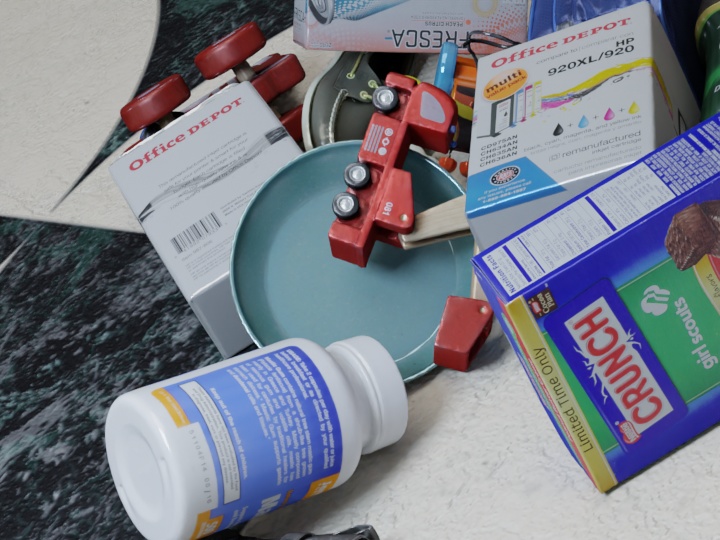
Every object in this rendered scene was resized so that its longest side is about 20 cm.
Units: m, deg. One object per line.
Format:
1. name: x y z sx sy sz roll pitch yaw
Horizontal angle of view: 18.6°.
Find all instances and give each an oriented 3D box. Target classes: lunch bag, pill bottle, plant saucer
1. lunch bag: 0.203 -0.196 1.771 0.131 0.136 0.201 -14 36 21
2. pill bottle: -0.069 0.112 1.546 0.199 0.113 0.112 -17 25 -30
3. plant saucer: 0.000 0.000 1.679 0.198 0.036 0.202 -1 71 3

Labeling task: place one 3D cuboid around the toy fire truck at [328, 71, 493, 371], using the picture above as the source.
1. toy fire truck: 0.052 -0.039 1.644 0.140 0.049 0.201 18 73 8

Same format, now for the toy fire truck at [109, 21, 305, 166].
1. toy fire truck: -0.139 -0.136 1.997 0.199 0.113 0.168 -35 9 -10

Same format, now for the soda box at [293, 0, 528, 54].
1. soda box: 0.044 -0.223 1.898 0.198 0.069 0.064 0 11 -14

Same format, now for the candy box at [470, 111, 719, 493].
1. candy box: 0.198 0.021 1.455 0.199 0.170 0.077 -30 29 -1

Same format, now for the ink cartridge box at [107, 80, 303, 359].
1. ink cartridge box: -0.103 -0.046 1.819 0.144 0.084 0.200 -32 45 -4

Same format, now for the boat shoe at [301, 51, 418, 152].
1. boat shoe: 0.002 -0.154 1.927 0.060 0.072 0.202 -15 31 28

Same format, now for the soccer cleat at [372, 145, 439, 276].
1. soccer cleat: 0.034 -0.058 1.782 0.077 0.070 0.201 -17 32 10

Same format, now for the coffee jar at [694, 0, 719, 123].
1. coffee jar: 0.308 -0.146 1.672 0.104 0.086 0.201 -16 35 18

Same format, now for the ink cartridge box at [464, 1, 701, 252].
1. ink cartridge box: 0.171 -0.069 1.618 0.146 0.145 0.201 -16 35 19

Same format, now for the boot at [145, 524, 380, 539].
1. boot: -0.096 0.235 1.483 0.173 0.070 0.200 2 42 40

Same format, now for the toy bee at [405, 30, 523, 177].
1. toy bee: 0.080 -0.132 1.799 0.130 0.200 0.110 13 90 19
